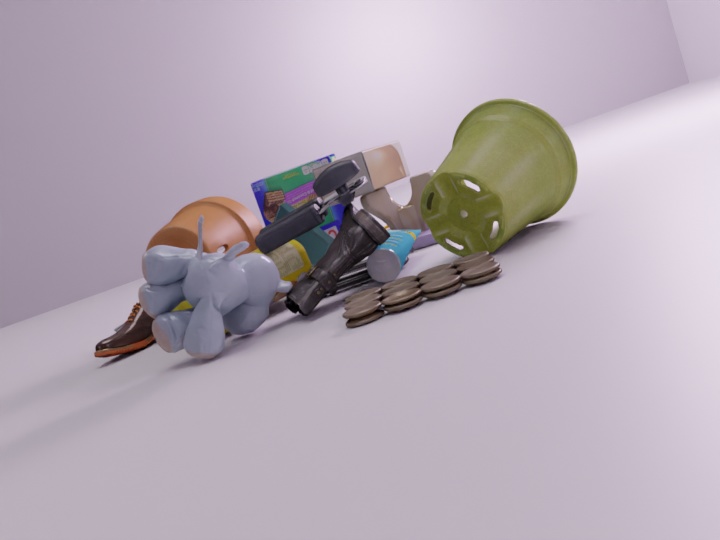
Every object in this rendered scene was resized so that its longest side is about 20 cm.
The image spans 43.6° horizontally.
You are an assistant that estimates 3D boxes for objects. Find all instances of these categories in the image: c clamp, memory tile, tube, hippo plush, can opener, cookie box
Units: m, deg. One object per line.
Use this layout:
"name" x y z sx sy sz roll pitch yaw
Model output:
"c clamp" 0.000 0.000 1.439 0.199 0.027 0.171 -20 14 -7
"memory tile" 0.074 0.021 1.116 0.199 0.017 0.153 -18 7 2
"tube" 0.047 -0.034 1.379 0.077 0.051 0.200 3 17 7
"hippo plush" -0.195 0.014 1.228 0.159 0.201 0.160 29 19 25
"can opener" -0.080 -0.099 1.340 0.199 0.067 0.053 -28 17 19
"cookie box" -0.099 -0.105 1.757 0.170 0.201 0.075 -18 8 12

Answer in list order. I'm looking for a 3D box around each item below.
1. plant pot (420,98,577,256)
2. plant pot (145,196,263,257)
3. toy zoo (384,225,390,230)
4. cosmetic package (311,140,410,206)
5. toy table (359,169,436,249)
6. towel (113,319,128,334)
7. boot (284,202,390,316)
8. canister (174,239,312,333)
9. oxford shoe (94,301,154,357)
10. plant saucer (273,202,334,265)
"plant pot" 0.182 -0.116 1.276 0.200 0.201 0.184 -13 21 40
"plant pot" -0.271 -0.017 1.532 0.199 0.201 0.140 -16 6 24
"toy zoo" 0.100 -0.091 1.853 0.199 0.021 0.131 -17 8 13
"cosmetic package" 0.005 -0.174 1.602 0.105 0.072 0.200 -17 7 26
"toy table" 0.087 -0.103 1.607 0.199 0.118 0.184 -15 8 38
"towel" -0.400 0.075 1.770 0.149 0.031 0.200 -35 5 1
"boot" -0.046 -0.011 1.290 0.174 0.069 0.200 -47 8 -3
"canister" -0.188 0.028 1.395 0.199 0.087 0.148 -30 12 -35
"oxford shoe" -0.378 0.091 1.523 0.071 0.073 0.200 -15 9 34
"plant saucer" -0.108 -0.060 1.649 0.019 0.070 0.200 13 17 -38
